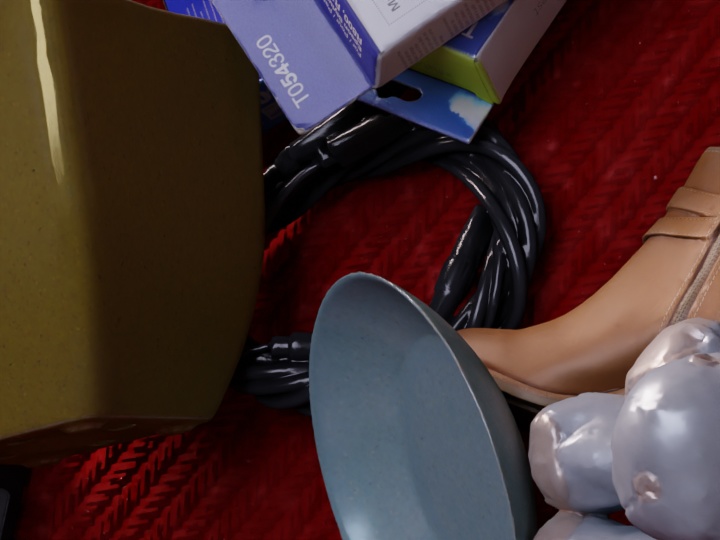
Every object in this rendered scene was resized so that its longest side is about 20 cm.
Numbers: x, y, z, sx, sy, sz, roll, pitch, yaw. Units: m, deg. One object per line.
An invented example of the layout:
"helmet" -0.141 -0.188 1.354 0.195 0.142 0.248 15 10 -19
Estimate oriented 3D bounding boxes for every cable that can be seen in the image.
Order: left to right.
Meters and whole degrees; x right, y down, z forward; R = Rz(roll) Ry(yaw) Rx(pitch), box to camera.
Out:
"cable" 0.000 0.000 1.453 0.200 0.051 0.163 -36 61 6

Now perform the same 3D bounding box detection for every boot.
"boot" 0.139 0.010 1.356 0.199 0.074 0.155 11 72 28

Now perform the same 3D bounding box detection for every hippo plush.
"hippo plush" 0.156 0.114 1.192 0.200 0.161 0.159 35 88 6

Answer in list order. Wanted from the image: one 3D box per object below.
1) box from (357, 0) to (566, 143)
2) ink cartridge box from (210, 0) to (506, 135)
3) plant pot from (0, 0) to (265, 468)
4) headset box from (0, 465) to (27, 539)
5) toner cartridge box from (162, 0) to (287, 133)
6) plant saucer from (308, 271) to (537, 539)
"box" 0.057 -0.170 1.461 0.122 0.048 0.200 23 68 31
"ink cartridge box" 0.000 -0.200 1.413 0.200 0.043 0.197 -34 71 0
"plant pot" -0.161 -0.009 1.407 0.194 0.195 0.201 -15 81 27
"headset box" -0.278 0.128 1.527 0.199 0.093 0.175 -1 69 29
"toner cartridge box" -0.064 -0.175 1.564 0.095 0.043 0.200 -30 57 17
"plant saucer" 0.037 0.094 1.336 0.039 0.201 0.201 -15 52 -24
